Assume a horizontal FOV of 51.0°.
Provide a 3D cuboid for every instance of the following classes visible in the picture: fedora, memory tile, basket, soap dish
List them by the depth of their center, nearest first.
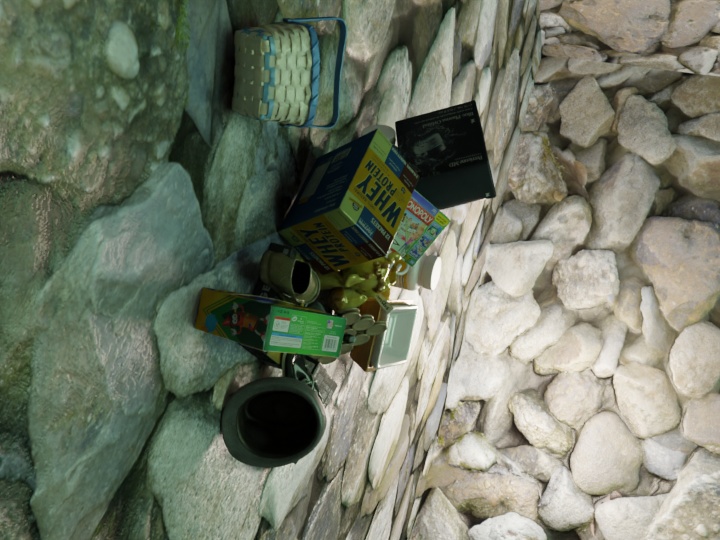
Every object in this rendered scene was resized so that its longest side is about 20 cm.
[{"bbox_3d":[-0.106,-0.319,1.214,0.196,0.138,0.182,-8,112,-37],"label":"basket"},{"bbox_3d":[-0.162,0.274,1.435,0.090,0.194,0.182,-103,-178,-75],"label":"fedora"},{"bbox_3d":[-0.051,0.141,1.598,0.152,0.198,0.017,23,43,-48],"label":"memory tile"},{"bbox_3d":[0.055,0.141,1.732,0.199,0.079,0.162,2,101,-65],"label":"soap dish"}]

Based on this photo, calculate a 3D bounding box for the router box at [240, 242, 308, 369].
[{"bbox_3d":[-0.157,0.072,1.462,0.158,0.051,0.205,54,51,-64],"label":"router box"}]

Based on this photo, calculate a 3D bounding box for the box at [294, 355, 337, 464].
[{"bbox_3d":[-0.130,0.304,1.640,0.203,0.043,0.161,-61,156,-16],"label":"box"}]

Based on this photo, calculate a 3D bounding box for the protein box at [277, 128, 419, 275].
[{"bbox_3d":[-0.022,-0.128,1.456,0.135,0.196,0.203,42,55,-26],"label":"protein box"}]

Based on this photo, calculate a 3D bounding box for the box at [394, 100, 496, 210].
[{"bbox_3d":[0.187,-0.250,1.685,0.118,0.191,0.204,63,18,-50],"label":"box"}]

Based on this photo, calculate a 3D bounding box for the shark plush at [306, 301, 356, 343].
[{"bbox_3d":[-0.070,0.093,1.383,0.082,0.199,0.093,-30,100,-23],"label":"shark plush"}]

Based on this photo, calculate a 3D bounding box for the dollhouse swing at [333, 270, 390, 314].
[{"bbox_3d":[0.016,0.079,1.752,0.175,0.177,0.206,-146,-118,-64],"label":"dollhouse swing"}]

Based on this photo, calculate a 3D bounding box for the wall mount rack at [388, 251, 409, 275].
[{"bbox_3d":[0.070,-0.094,1.732,0.200,0.074,0.176,43,62,-18],"label":"wall mount rack"}]

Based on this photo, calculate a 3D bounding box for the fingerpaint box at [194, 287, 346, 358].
[{"bbox_3d":[-0.146,0.087,1.260,0.198,0.164,0.076,14,87,-53],"label":"fingerpaint box"}]

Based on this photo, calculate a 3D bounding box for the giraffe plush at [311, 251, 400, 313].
[{"bbox_3d":[0.000,0.000,1.556,0.175,0.197,0.163,-57,176,-17],"label":"giraffe plush"}]

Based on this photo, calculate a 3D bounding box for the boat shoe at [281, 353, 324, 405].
[{"bbox_3d":[-0.110,0.223,1.503,0.072,0.066,0.204,-53,142,-48],"label":"boat shoe"}]

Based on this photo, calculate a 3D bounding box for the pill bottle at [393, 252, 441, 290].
[{"bbox_3d":[0.101,-0.014,1.919,0.112,0.195,0.116,12,90,-70],"label":"pill bottle"}]

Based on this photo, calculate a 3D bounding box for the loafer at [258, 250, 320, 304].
[{"bbox_3d":[-0.116,0.021,1.375,0.199,0.066,0.078,31,72,-65],"label":"loafer"}]

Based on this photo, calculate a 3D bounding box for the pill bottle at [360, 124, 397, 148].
[{"bbox_3d":[0.044,-0.229,1.767,0.109,0.106,0.204,-55,150,-47],"label":"pill bottle"}]

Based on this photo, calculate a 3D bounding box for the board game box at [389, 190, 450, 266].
[{"bbox_3d":[0.095,-0.103,1.617,0.135,0.029,0.199,-49,136,10],"label":"board game box"}]
